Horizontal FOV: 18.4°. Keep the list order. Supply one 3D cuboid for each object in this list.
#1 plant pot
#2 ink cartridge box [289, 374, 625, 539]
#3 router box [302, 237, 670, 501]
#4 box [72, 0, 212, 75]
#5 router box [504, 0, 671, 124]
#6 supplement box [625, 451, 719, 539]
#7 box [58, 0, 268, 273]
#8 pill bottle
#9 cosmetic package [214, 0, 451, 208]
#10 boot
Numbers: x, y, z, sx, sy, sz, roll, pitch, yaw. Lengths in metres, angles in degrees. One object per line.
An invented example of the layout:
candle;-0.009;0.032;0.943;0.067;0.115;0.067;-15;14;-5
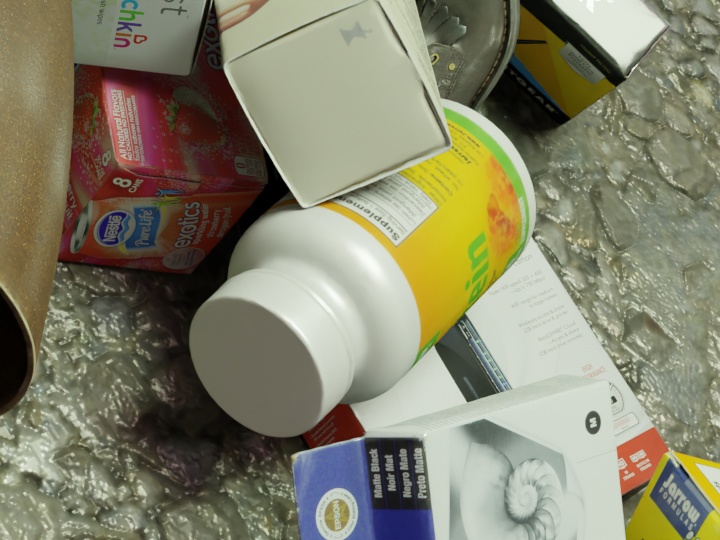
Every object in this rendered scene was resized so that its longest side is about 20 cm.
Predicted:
plant pot;-0.204;-0.064;0.994;0.186;0.187;0.201;28;53;-17
ink cartridge box;0.062;0.169;1.147;0.199;0.040;0.201;-13;99;-40
router box;0.061;0.078;1.267;0.199;0.049;0.180;-22;75;-43
box;-0.165;-0.211;1.150;0.175;0.097;0.201;5;55;-11
router box;0.089;-0.189;1.404;0.200;0.149;0.051;43;77;-3
supplement box;0.250;0.192;1.256;0.199;0.110;0.109;16;20;-27
box;-0.127;-0.110;1.228;0.095;0.100;0.201;7;57;-32
pill bottle;0.000;0.000;1.164;0.111;0.111;0.200;46;46;1
cosmetic package;-0.021;-0.138;1.157;0.201;0.087;0.104;-101;166;-54
boot;0.005;-0.101;1.269;0.069;0.201;0.174;27;28;33
